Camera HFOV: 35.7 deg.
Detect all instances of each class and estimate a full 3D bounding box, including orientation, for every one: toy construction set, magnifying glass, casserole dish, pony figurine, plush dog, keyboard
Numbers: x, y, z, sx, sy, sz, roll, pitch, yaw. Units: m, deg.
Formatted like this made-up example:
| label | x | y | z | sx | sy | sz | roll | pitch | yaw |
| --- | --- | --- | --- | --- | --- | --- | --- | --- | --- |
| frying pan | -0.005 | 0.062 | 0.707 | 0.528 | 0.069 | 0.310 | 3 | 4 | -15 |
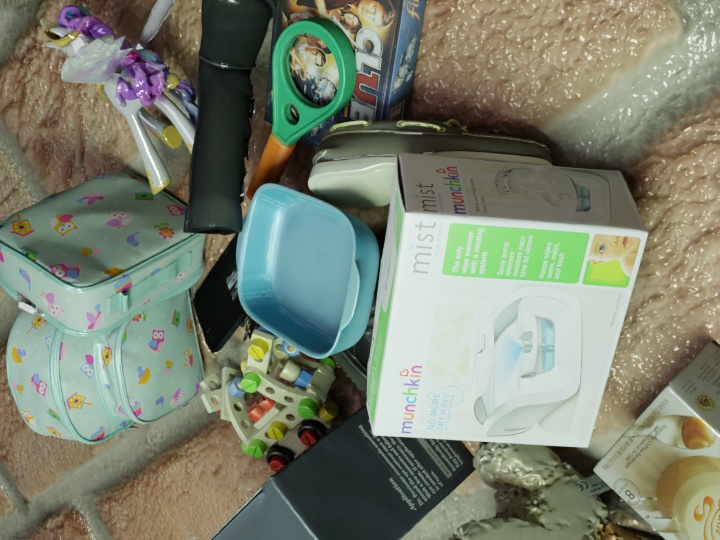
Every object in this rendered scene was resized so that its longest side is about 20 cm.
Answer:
| label | x | y | z | sx | sy | sz | roll | pitch | yaw |
| --- | --- | --- | --- | --- | --- | --- | --- | --- | --- |
| toy construction set | -0.096 | 0.131 | 1.142 | 0.131 | 0.093 | 0.200 | 37 | 145 | -12 |
| magnifying glass | -0.059 | -0.132 | 0.976 | 0.080 | 0.022 | 0.201 | 44 | 132 | 15 |
| casserole dish | -0.043 | -0.002 | 0.927 | 0.200 | 0.039 | 0.122 | 26 | 108 | 55 |
| pony figurine | -0.210 | -0.186 | 1.057 | 0.200 | 0.167 | 0.192 | 51 | 145 | -14 |
| plush dog | 0.146 | 0.254 | 0.950 | 0.159 | 0.201 | 0.173 | 20 | 132 | 7 |
| keyboard | -0.110 | 0.019 | 1.149 | 0.200 | 0.039 | 0.105 | -49 | 54 | 46 |

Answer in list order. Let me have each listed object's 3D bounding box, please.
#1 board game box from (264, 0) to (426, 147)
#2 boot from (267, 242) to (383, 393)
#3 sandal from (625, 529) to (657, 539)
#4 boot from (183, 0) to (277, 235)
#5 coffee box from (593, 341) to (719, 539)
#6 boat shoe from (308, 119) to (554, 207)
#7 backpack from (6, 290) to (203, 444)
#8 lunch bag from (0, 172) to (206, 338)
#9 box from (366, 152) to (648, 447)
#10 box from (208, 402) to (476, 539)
| label | x | y | z | sx | sy | sz | roll | pitch | yaw |
| --- | --- | --- | --- | --- | --- | --- | --- | --- | --- |
| board game box | -0.014 | -0.195 | 0.939 | 0.135 | 0.035 | 0.201 | 29 | 128 | 28 |
| boot | 0.002 | -0.001 | 0.993 | 0.211 | 0.079 | 0.158 | 45 | 140 | 4 |
| sandal | 0.244 | 0.269 | 0.933 | 0.199 | 0.054 | 0.081 | 2 | 112 | 48 |
| boot | -0.117 | -0.132 | 0.945 | 0.065 | 0.165 | 0.202 | 10 | 87 | -4 |
| coffee box | 0.290 | 0.169 | 0.824 | 0.200 | 0.080 | 0.115 | 43 | 134 | 17 |
| boat shoe | 0.057 | -0.091 | 0.890 | 0.200 | 0.061 | 0.072 | 0 | 151 | 18 |
| backpack | -0.272 | 0.091 | 1.201 | 0.152 | 0.199 | 0.177 | 12 | 119 | 36 |
| lunch bag | -0.262 | -0.015 | 1.137 | 0.160 | 0.200 | 0.078 | 32 | 131 | 23 |
| box | 0.101 | 0.024 | 0.849 | 0.175 | 0.097 | 0.201 | 4 | 122 | -6 |
| box | -0.027 | 0.230 | 1.055 | 0.118 | 0.199 | 0.197 | 50 | 136 | 9 |
